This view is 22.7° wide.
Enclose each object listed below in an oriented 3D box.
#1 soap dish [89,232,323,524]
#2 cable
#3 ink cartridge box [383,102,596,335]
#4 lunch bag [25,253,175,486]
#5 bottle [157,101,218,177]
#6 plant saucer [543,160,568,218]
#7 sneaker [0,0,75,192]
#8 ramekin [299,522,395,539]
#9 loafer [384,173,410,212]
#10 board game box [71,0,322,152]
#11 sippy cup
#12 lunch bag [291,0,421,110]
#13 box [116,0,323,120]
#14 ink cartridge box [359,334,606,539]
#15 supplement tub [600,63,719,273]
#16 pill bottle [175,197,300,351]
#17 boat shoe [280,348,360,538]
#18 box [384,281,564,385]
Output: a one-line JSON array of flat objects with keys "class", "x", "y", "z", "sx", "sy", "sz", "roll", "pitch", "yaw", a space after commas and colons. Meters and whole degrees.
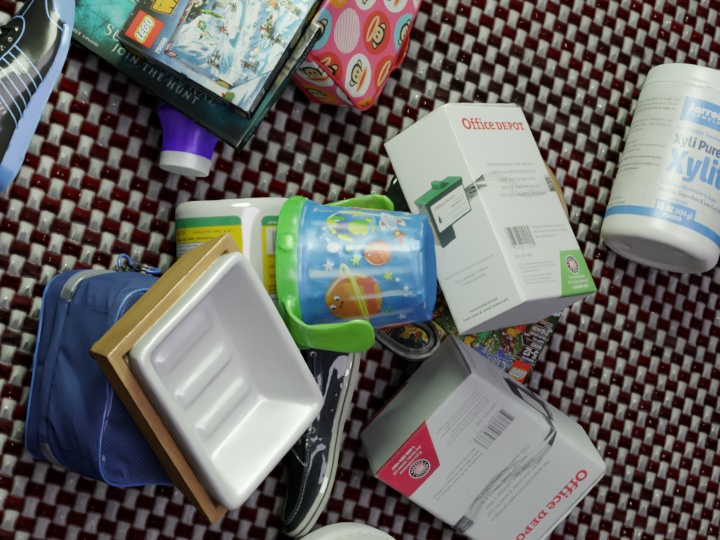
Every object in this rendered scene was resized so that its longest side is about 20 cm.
[{"class": "soap dish", "x": -0.130, "y": 0.090, "z": 1.519, "sx": 0.157, "sy": 0.081, "sz": 0.200, "roll": -48, "pitch": 128, "yaw": -30}, {"class": "cable", "x": -0.017, "y": 0.025, "z": 1.715, "sx": 0.200, "sy": 0.050, "sz": 0.097, "roll": 42, "pitch": 75, "yaw": 14}, {"class": "ink cartridge box", "x": 0.123, "y": -0.051, "z": 1.692, "sx": 0.146, "sy": 0.084, "sz": 0.200, "roll": -5, "pitch": 70, "yaw": -55}, {"class": "lunch bag", "x": -0.214, "y": 0.086, "z": 1.585, "sx": 0.136, "sy": 0.132, "sz": 0.200, "roll": 9, "pitch": 89, "yaw": -47}, {"class": "bottle", "x": -0.147, "y": -0.189, "z": 1.664, "sx": 0.065, "sy": 0.083, "sz": 0.200, "roll": 26, "pitch": 71, "yaw": -67}, {"class": "plant saucer", "x": 0.149, "y": -0.044, "z": 1.873, "sx": 0.200, "sy": 0.035, "sz": 0.200, "roll": 1, "pitch": 89, "yaw": -32}, {"class": "sneaker", "x": -0.315, "y": -0.171, "z": 1.566, "sx": 0.078, "sy": 0.070, "sz": 0.200, "roll": 25, "pitch": 76, "yaw": -34}, {"class": "ramekin", "x": 0.000, "y": 0.351, "z": 1.705, "sx": 0.200, "sy": 0.105, "sz": 0.200, "roll": -12, "pitch": 110, "yaw": -36}, {"class": "loafer", "x": 0.055, "y": -0.055, "z": 1.799, "sx": 0.201, "sy": 0.068, "sz": 0.070, "roll": -52, "pitch": 122, "yaw": -16}, {"class": "board game box", "x": -0.153, "y": -0.217, "z": 1.617, "sx": 0.200, "sy": 0.028, "sz": 0.135, "roll": 33, "pitch": 86, "yaw": 6}, {"class": "sippy cup", "x": 0.000, "y": 0.000, "z": 1.610, "sx": 0.130, "sy": 0.140, "sz": 0.178, "roll": -2, "pitch": 72, "yaw": 9}, {"class": "lunch bag", "x": -0.004, "y": -0.261, "z": 1.739, "sx": 0.176, "sy": 0.082, "sz": 0.200, "roll": 44, "pitch": 66, "yaw": -50}, {"class": "box", "x": -0.105, "y": -0.252, "z": 1.586, "sx": 0.137, "sy": 0.040, "sz": 0.200, "roll": 31, "pitch": 83, "yaw": 5}, {"class": "ink cartridge box", "x": 0.123, "y": 0.181, "z": 1.791, "sx": 0.200, "sy": 0.083, "sz": 0.145, "roll": 36, "pitch": 103, "yaw": -27}, {"class": "supplement tub", "x": 0.347, "y": -0.109, "z": 1.943, "sx": 0.132, "sy": 0.132, "sz": 0.200, "roll": 23, "pitch": 77, "yaw": -29}, {"class": "pill bottle", "x": -0.113, "y": 0.035, "z": 1.663, "sx": 0.113, "sy": 0.113, "sz": 0.200, "roll": -3, "pitch": 90, "yaw": -32}, {"class": "boat shoe", "x": -0.052, "y": 0.156, "z": 1.721, "sx": 0.062, "sy": 0.075, "sz": 0.200, "roll": 13, "pitch": 89, "yaw": -18}, {"class": "box", "x": 0.117, "y": 0.032, "z": 1.807, "sx": 0.200, "sy": 0.038, "sz": 0.137, "roll": 22, "pitch": 97, "yaw": -39}]
